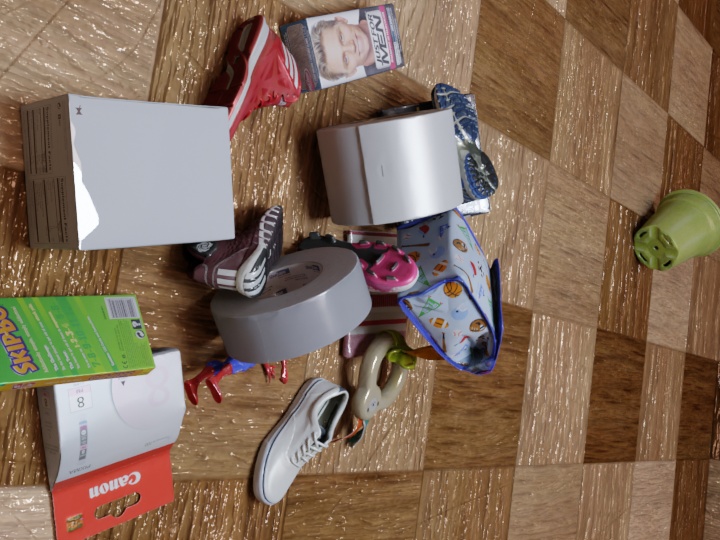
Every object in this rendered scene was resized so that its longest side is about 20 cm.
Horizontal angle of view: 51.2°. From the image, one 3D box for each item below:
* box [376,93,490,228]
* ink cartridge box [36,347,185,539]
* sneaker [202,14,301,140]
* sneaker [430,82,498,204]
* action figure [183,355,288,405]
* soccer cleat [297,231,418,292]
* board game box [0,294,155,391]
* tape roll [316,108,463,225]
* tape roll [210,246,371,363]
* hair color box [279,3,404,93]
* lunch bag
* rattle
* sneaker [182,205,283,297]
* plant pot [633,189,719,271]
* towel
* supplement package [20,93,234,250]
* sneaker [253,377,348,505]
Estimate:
[{"bbox_3d":[0.122,-0.179,1.244,0.160,0.049,0.201,-14,102,-12],"label":"box"},{"bbox_3d":[-0.280,0.203,0.876,0.162,0.057,0.201,-11,95,-48],"label":"ink cartridge box"},{"bbox_3d":[-0.133,-0.227,0.999,0.115,0.078,0.201,35,68,-42],"label":"sneaker"},{"bbox_3d":[0.140,-0.195,1.181,0.077,0.085,0.201,-6,76,-41],"label":"sneaker"},{"bbox_3d":[-0.140,0.134,0.999,0.200,0.065,0.099,-44,120,-52],"label":"action figure"},{"bbox_3d":[0.000,0.000,1.071,0.070,0.199,0.087,-53,143,-30],"label":"soccer cleat"},{"bbox_3d":[-0.323,0.074,0.803,0.199,0.030,0.096,2,59,-48],"label":"board game box"},{"bbox_3d":[0.044,-0.155,1.107,0.202,0.202,0.140,-21,107,-45],"label":"tape roll"},{"bbox_3d":[-0.089,0.040,0.967,0.200,0.200,0.066,-35,116,-42],"label":"tape roll"},{"bbox_3d":[-0.022,-0.335,1.130,0.200,0.060,0.101,-29,112,-43],"label":"hair color box"},{"bbox_3d":[0.146,0.034,1.115,0.200,0.123,0.171,54,27,-34],"label":"lunch bag"},{"bbox_3d":[0.057,0.200,1.169,0.130,0.142,0.201,81,33,-58],"label":"rattle"},{"bbox_3d":[-0.167,-0.036,0.976,0.200,0.115,0.076,-77,171,-65],"label":"sneaker"},{"bbox_3d":[0.844,-0.093,2.031,0.184,0.200,0.201,-29,114,-31],"label":"plant pot"},{"bbox_3d":[0.024,0.038,1.226,0.144,0.023,0.201,1,90,-48],"label":"towel"},{"bbox_3d":[-0.255,-0.106,0.843,0.199,0.111,0.157,-7,97,-47],"label":"supplement package"},{"bbox_3d":[-0.084,0.242,1.077,0.073,0.071,0.201,49,57,-38],"label":"sneaker"}]
